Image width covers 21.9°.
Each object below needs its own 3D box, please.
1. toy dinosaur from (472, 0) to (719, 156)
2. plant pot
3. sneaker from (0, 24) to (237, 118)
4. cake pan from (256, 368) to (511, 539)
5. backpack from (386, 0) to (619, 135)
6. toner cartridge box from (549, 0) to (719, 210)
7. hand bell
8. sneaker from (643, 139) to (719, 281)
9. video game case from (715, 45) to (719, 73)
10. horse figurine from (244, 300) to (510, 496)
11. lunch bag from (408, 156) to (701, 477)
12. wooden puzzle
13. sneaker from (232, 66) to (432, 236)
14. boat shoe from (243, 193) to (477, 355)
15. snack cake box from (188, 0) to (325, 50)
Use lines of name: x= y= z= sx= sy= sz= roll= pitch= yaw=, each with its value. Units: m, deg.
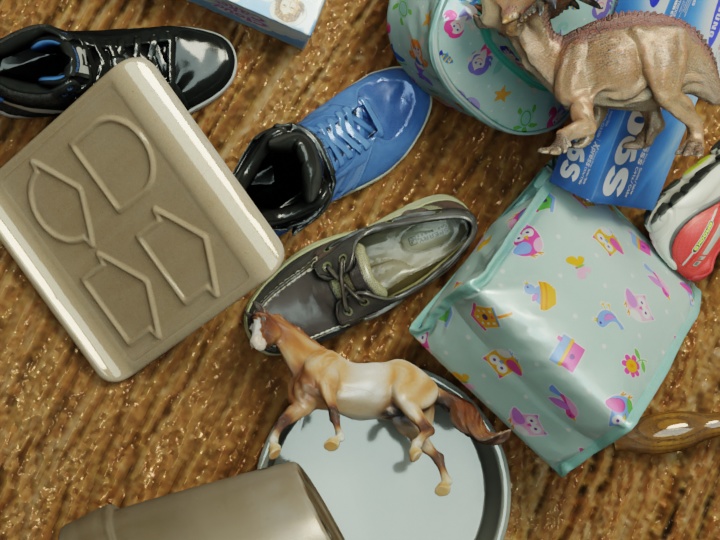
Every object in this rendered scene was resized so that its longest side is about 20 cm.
toy dinosaur: x=0.179 y=-0.149 z=1.279 sx=0.198 sy=0.086 sz=0.137 roll=1 pitch=98 yaw=-8
plant pot: x=-0.092 y=0.231 z=1.327 sx=0.172 sy=0.200 sz=0.201 roll=-28 pitch=91 yaw=0
sneaker: x=-0.188 y=-0.147 z=1.382 sx=0.198 sy=0.112 sz=0.074 roll=-7 pitch=89 yaw=-7
cake pan: x=0.016 y=0.172 z=1.432 sx=0.198 sy=0.037 sz=0.203 roll=0 pitch=88 yaw=-7
backpack: x=0.124 y=-0.205 z=1.396 sx=0.177 sy=0.150 sz=0.201 roll=36 pitch=92 yaw=-37
toner cartridge box: x=0.214 y=-0.147 z=1.369 sx=0.043 sy=0.095 sz=0.202 roll=29 pitch=106 yaw=35
hand bell: x=0.296 y=0.119 z=1.456 sx=0.198 sy=0.104 sz=0.105 roll=-10 pitch=89 yaw=6
sneaker: x=0.308 y=-0.065 z=1.454 sx=0.199 sy=0.077 sz=0.085 roll=-37 pitch=100 yaw=-14
video game case: x=0.317 y=-0.244 z=1.490 sx=0.180 sy=0.022 sz=0.202 roll=-2 pitch=87 yaw=-6
horse figurine: x=0.007 y=0.098 z=1.369 sx=0.198 sy=0.133 sz=0.050 roll=12 pitch=125 yaw=-10
lunch bag: x=0.160 y=0.024 z=1.411 sx=0.170 sy=0.122 sz=0.200 roll=42 pitch=50 yaw=-3
wooden puzzle: x=-0.168 y=-0.037 z=1.379 sx=0.199 sy=0.046 sz=0.186 roll=-34 pitch=94 yaw=33
sneaker: x=-0.023 y=-0.089 z=1.400 sx=0.199 sy=0.111 sz=0.077 roll=-33 pitch=92 yaw=-7
boat shoe: x=0.000 y=0.000 z=1.422 sx=0.199 sy=0.065 sz=0.074 roll=-32 pitch=94 yaw=-5
snack cake box: x=-0.111 y=-0.263 z=1.418 sx=0.198 sy=0.067 sz=0.116 roll=22 pitch=85 yaw=-5
